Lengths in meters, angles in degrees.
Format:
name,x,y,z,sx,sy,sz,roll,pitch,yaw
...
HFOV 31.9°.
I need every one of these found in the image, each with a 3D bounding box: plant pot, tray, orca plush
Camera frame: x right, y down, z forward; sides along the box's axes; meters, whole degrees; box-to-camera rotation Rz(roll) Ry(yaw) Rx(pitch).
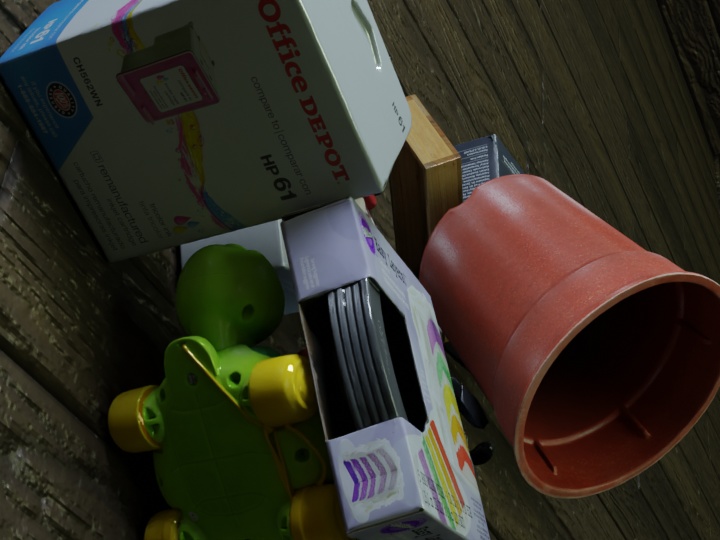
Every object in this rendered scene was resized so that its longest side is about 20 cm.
name,x,y,z,sx,sy,sz,roll,pitch,yaw
plant pot,0.152,0.036,0.988,0.196,0.200,0.201,49,-2,46
tray,0.060,-0.043,1.115,0.099,0.036,0.202,-121,-164,-46
orca plush,0.061,0.157,1.041,0.104,0.200,0.072,23,64,-8

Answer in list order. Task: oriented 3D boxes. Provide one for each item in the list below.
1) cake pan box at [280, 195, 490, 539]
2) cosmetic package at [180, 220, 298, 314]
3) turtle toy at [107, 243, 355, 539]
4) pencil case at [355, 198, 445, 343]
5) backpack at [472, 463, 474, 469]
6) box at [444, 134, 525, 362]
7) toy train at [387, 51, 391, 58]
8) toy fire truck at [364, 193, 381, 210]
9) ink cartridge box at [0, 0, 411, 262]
name,x,y,z,sx,sy,sz,roll,pitch,yaw
cake pan box,0.018,0.074,0.750,0.200,0.052,0.187,49,24,-63
cosmetic package,-0.075,-0.075,0.897,0.107,0.089,0.203,26,51,-64
turtle toy,-0.067,0.084,0.749,0.101,0.144,0.203,-24,100,-60
pencil case,0.000,0.000,1.037,0.201,0.077,0.090,53,16,-43
backpack,0.000,0.149,0.901,0.200,0.125,0.170,-15,88,-70
box,0.136,-0.006,1.315,0.200,0.103,0.185,41,41,-53
toy train,0.000,-0.125,1.017,0.201,0.033,0.046,-75,162,-58
toy fire truck,-0.027,-0.163,1.096,0.141,0.048,0.203,50,36,-46
ink cartridge box,-0.087,-0.104,0.739,0.146,0.197,0.085,63,27,-27
